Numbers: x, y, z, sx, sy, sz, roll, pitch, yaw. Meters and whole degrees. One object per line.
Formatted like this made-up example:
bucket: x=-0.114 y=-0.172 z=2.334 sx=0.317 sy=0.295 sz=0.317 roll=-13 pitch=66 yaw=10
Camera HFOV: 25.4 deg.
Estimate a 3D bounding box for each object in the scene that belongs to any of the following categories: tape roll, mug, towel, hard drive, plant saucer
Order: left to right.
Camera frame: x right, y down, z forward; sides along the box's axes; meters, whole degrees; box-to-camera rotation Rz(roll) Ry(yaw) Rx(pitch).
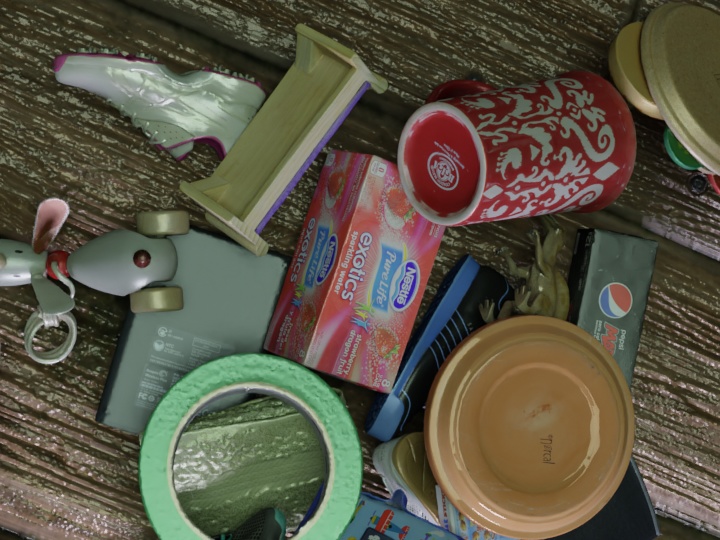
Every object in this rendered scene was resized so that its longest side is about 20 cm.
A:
hard drive: x=-0.155 y=0.064 z=1.506 sx=0.138 sy=0.033 sz=0.202 roll=17 pitch=89 yaw=-8
towel: x=-0.102 y=0.191 z=1.488 sx=0.198 sy=0.037 sz=0.150 roll=-13 pitch=117 yaw=-10
tape roll: x=-0.097 y=0.176 z=1.417 sx=0.198 sy=0.048 sz=0.203 roll=1 pitch=79 yaw=-5
mug: x=0.124 y=-0.107 z=1.460 sx=0.199 sy=0.176 sz=0.135 roll=-13 pitch=102 yaw=-44
plant saucer: x=0.155 y=0.141 z=1.438 sx=0.198 sy=0.032 sz=0.203 roll=0 pitch=90 yaw=-13
hard drive: x=0.193 y=0.189 z=1.486 sx=0.134 sy=0.042 sz=0.201 roll=-29 pitch=98 yaw=-13

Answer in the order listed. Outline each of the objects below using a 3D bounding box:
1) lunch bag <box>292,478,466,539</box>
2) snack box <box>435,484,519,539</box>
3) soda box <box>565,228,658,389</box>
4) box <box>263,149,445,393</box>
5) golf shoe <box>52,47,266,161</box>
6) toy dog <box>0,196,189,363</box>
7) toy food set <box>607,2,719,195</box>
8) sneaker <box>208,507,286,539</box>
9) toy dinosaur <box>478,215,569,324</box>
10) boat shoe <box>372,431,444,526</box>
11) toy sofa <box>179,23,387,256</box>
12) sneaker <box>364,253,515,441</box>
lunch bag: x=0.002 y=0.295 z=1.448 sx=0.149 sy=0.094 sz=0.202 roll=19 pitch=73 yaw=20
snack box: x=0.163 y=0.223 z=1.520 sx=0.198 sy=0.024 sz=0.073 roll=-6 pitch=89 yaw=-30
soda box: x=0.230 y=0.063 z=1.545 sx=0.070 sy=0.063 sz=0.202 roll=11 pitch=90 yaw=-9
box: x=0.000 y=0.000 z=1.484 sx=0.102 sy=0.094 sz=0.202 roll=21 pitch=87 yaw=-28
golf shoe: x=-0.190 y=-0.152 z=1.480 sx=0.198 sy=0.075 sz=0.093 roll=11 pitch=93 yaw=-7
toy dog: x=-0.246 y=-0.004 z=1.439 sx=0.198 sy=0.096 sz=0.133 roll=-22 pitch=84 yaw=5
toy food set: x=0.330 y=-0.164 z=1.521 sx=0.199 sy=0.049 sz=0.199 roll=-32 pitch=88 yaw=-46
sneaker: x=-0.155 y=0.277 z=1.459 sx=0.200 sy=0.078 sz=0.091 roll=-41 pitch=112 yaw=8
toy dinosaur: x=0.164 y=0.037 z=1.498 sx=0.101 sy=0.058 sz=0.203 roll=15 pitch=81 yaw=-45
boat shoe: x=0.082 y=0.238 z=1.527 sx=0.071 sy=0.069 sz=0.201 roll=-41 pitch=105 yaw=-31
toy sofa: x=-0.064 y=-0.114 z=1.468 sx=0.201 sy=0.083 sz=0.098 roll=-54 pitch=142 yaw=-6
sneaker: x=0.082 y=0.085 z=1.513 sx=0.078 sy=0.070 sz=0.201 roll=34 pitch=78 yaw=-6
